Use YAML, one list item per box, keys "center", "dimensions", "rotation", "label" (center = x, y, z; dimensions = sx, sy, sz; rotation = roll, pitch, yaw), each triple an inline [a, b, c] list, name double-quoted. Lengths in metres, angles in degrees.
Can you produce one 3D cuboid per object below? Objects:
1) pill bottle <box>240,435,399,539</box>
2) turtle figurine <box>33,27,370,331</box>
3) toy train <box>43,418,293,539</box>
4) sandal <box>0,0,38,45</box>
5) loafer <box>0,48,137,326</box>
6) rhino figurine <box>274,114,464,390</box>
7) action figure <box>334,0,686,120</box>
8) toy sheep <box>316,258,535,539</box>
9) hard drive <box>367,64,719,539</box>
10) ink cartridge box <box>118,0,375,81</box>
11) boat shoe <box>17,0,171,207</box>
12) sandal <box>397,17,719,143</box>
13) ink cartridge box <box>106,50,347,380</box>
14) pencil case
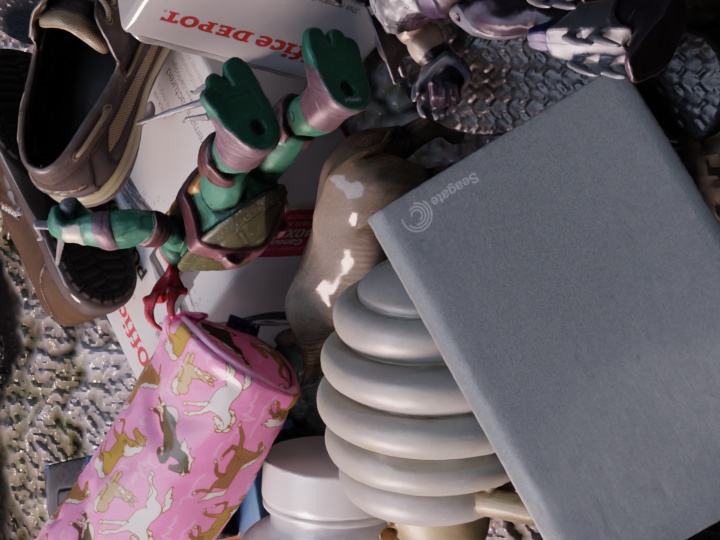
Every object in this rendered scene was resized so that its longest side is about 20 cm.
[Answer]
- center: [-0.019, 0.204, 0.900]
  dimensions: [0.111, 0.111, 0.202]
  rotation: [14, 105, 48]
  label: "pill bottle"
- center: [-0.080, -0.050, 0.825]
  dimensions: [0.101, 0.150, 0.200]
  rotation: [45, 141, -7]
  label: "turtle figurine"
- center: [-0.118, 0.144, 1.006]
  dimensions: [0.199, 0.114, 0.087]
  rotation: [-16, 83, 50]
  label: "toy train"
- center: [-0.206, -0.227, 0.964]
  dimensions: [0.076, 0.043, 0.201]
  rotation: [22, 142, 1]
  label: "sandal"
- center: [-0.209, -0.050, 0.991]
  dimensions: [0.071, 0.073, 0.201]
  rotation: [-42, 61, 43]
  label: "loafer"
- center: [0.000, 0.000, 0.868]
  dimensions: [0.060, 0.087, 0.201]
  rotation: [54, 140, 35]
  label: "rhino figurine"
- center: [0.047, -0.133, 0.723]
  dimensions: [0.199, 0.069, 0.131]
  rotation: [13, 141, 42]
  label: "action figure"
- center: [0.042, 0.059, 0.800]
  dimensions: [0.137, 0.137, 0.202]
  rotation: [16, 112, 47]
  label: "toy sheep"
- center: [0.110, 0.026, 0.711]
  dimensions: [0.139, 0.033, 0.201]
  rotation: [-31, 77, 7]
  label: "hard drive"
- center: [-0.026, -0.201, 0.819]
  dimensions: [0.200, 0.144, 0.084]
  rotation: [-46, 45, 42]
  label: "ink cartridge box"
- center: [-0.148, -0.137, 0.889]
  dimensions: [0.074, 0.073, 0.202]
  rotation: [9, 86, 11]
  label: "boat shoe"
- center: [0.099, -0.102, 0.782]
  dimensions: [0.199, 0.045, 0.076]
  rotation: [15, 112, 33]
  label: "sandal"
- center: [-0.092, -0.033, 0.975]
  dimensions: [0.200, 0.083, 0.146]
  rotation: [-51, 58, 39]
  label: "ink cartridge box"
- center: [-0.115, 0.119, 0.877]
  dimensions: [0.201, 0.082, 0.087]
  rotation: [-58, 34, 12]
  label: "pencil case"
